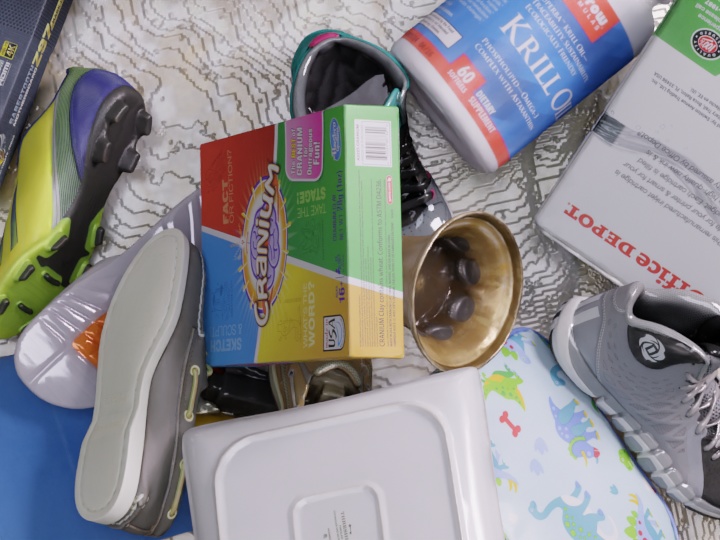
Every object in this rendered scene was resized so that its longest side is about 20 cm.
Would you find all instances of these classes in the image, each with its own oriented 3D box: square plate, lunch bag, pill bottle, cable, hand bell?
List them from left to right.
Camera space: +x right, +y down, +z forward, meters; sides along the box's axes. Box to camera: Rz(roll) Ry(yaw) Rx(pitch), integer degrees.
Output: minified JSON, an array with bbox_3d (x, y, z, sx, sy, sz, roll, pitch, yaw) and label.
[{"bbox_3d":[-0.044,0.097,1.476,0.199,0.050,0.098,18,48,-12],"label":"cable"},{"bbox_3d":[-0.010,0.166,1.303,0.196,0.028,0.201,-12,63,8],"label":"square plate"},{"bbox_3d":[0.000,0.000,1.421,0.199,0.104,0.105,12,85,44],"label":"hand bell"},{"bbox_3d":[0.105,0.148,1.404,0.082,0.160,0.201,-37,87,43],"label":"lunch bag"},{"bbox_3d":[0.127,-0.168,1.448,0.200,0.112,0.112,-40,85,-2],"label":"pill bottle"}]

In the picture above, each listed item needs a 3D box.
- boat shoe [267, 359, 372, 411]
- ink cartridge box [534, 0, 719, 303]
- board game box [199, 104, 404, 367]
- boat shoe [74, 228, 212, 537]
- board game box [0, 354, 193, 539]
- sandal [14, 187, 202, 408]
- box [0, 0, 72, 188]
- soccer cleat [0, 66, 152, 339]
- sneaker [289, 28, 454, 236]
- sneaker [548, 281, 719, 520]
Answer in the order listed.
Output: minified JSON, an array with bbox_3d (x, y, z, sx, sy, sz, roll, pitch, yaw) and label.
[{"bbox_3d":[-0.019,0.081,1.412,0.071,0.076,0.201,7,52,-13],"label":"boat shoe"},{"bbox_3d":[0.228,-0.080,1.414,0.146,0.083,0.201,35,115,4],"label":"ink cartridge box"},{"bbox_3d":[-0.041,-0.017,1.364,0.040,0.200,0.154,1,85,-30],"label":"board game box"},{"bbox_3d":[-0.134,0.074,1.409,0.060,0.072,0.203,26,66,-38],"label":"boat shoe"},{"bbox_3d":[-0.202,0.130,1.458,0.199,0.039,0.159,-13,64,-22],"label":"board game box"},{"bbox_3d":[-0.152,0.020,1.476,0.206,0.059,0.079,-42,100,-22],"label":"sandal"},{"bbox_3d":[-0.294,-0.168,1.487,0.157,0.051,0.201,21,86,12],"label":"box"},{"bbox_3d":[-0.217,-0.048,1.488,0.083,0.065,0.201,29,91,34],"label":"soccer cleat"},{"bbox_3d":[0.011,-0.078,1.441,0.083,0.121,0.201,-29,85,0],"label":"sneaker"},{"bbox_3d":[0.223,0.083,1.400,0.200,0.115,0.075,42,52,-15],"label":"sneaker"}]
